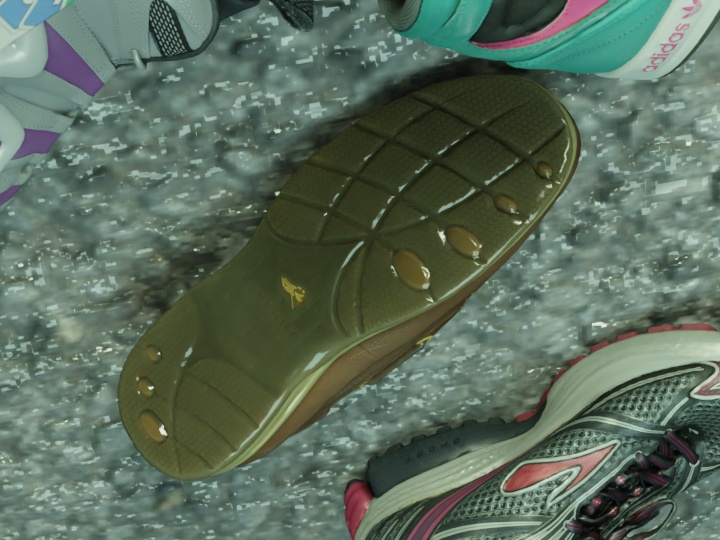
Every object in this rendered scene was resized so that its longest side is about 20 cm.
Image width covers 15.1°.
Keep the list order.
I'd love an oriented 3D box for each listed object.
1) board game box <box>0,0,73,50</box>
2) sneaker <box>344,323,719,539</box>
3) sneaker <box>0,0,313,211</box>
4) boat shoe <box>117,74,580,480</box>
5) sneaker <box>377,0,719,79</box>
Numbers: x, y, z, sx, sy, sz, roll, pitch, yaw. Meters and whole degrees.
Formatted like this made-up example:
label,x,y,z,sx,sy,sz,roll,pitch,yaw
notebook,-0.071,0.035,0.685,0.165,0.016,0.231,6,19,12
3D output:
label,x,y,z,sx,sy,sz,roll,pitch,yaw
board game box,-0.100,-0.087,0.647,0.200,0.030,0.096,-34,151,-16
sneaker,0.090,0.089,1.081,0.199,0.075,0.081,-29,135,18
sneaker,-0.084,-0.072,0.867,0.139,0.078,0.201,-4,141,-11
boat shoe,0.000,0.001,0.980,0.200,0.072,0.067,-40,164,18
sneaker,0.048,-0.125,0.678,0.120,0.084,0.200,-3,141,-23
